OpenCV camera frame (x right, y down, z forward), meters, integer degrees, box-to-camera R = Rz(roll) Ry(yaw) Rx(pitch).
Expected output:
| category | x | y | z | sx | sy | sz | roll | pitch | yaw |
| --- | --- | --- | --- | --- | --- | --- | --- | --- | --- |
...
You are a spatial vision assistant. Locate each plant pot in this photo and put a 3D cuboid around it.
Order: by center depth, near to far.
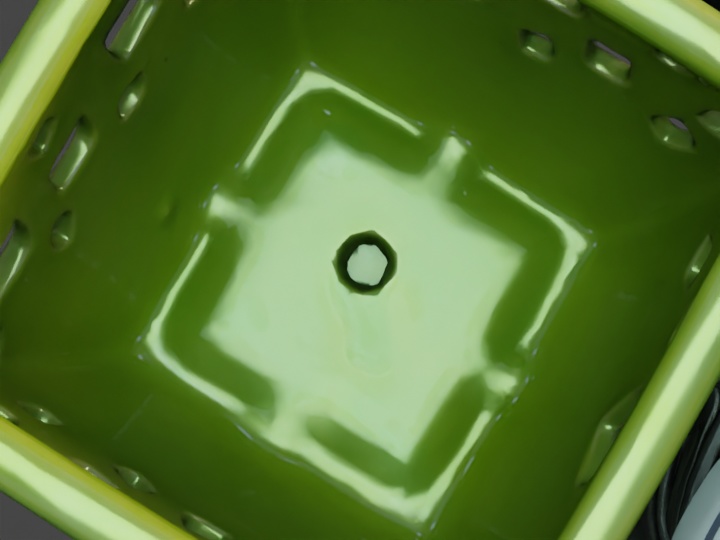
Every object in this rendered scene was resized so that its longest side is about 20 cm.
| category | x | y | z | sx | sy | sz | roll | pitch | yaw |
| --- | --- | --- | --- | --- | --- | --- | --- | --- | --- |
| plant pot | 0.000 | 0.000 | 0.831 | 0.198 | 0.181 | 0.201 | 31 | 87 | 5 |

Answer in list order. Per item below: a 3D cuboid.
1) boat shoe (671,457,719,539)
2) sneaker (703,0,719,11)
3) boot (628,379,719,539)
| category | x | y | z | sx | sy | sz | roll | pitch | yaw |
| --- | --- | --- | --- | --- | --- | --- | --- | --- | --- |
| boat shoe | 0.169 | 0.049 | 0.763 | 0.199 | 0.070 | 0.071 | -28 | 104 | -17 |
| sneaker | 0.057 | -0.113 | 0.859 | 0.199 | 0.075 | 0.116 | -9 | 90 | 40 |
| boot | 0.091 | 0.086 | 0.844 | 0.067 | 0.131 | 0.201 | 18 | 86 | 4 |
